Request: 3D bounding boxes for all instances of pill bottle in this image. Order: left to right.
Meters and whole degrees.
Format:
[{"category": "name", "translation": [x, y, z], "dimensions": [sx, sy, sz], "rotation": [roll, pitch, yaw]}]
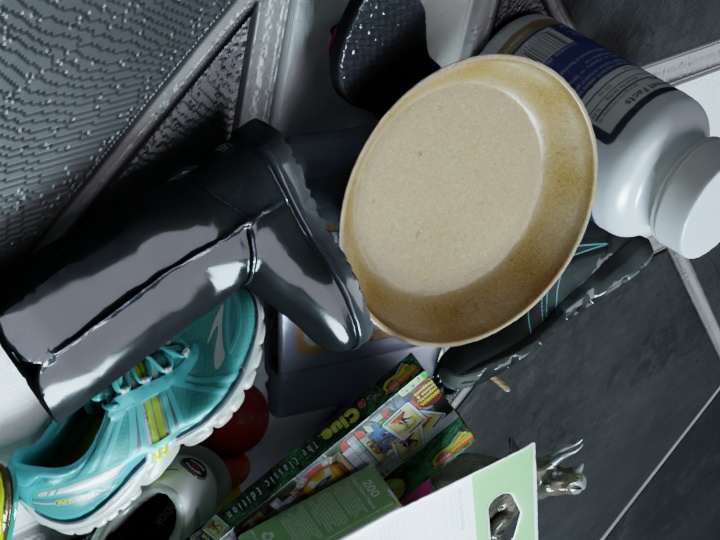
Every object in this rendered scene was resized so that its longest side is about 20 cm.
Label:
[{"category": "pill bottle", "translation": [0.177, -0.094, 1.091], "dimensions": [0.111, 0.200, 0.111], "rotation": [-33, 144, -29]}]

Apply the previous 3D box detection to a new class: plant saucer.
[{"category": "plant saucer", "translation": [0.065, -0.048, 0.997], "dimensions": [0.200, 0.035, 0.201], "rotation": [-14, 118, -27]}]

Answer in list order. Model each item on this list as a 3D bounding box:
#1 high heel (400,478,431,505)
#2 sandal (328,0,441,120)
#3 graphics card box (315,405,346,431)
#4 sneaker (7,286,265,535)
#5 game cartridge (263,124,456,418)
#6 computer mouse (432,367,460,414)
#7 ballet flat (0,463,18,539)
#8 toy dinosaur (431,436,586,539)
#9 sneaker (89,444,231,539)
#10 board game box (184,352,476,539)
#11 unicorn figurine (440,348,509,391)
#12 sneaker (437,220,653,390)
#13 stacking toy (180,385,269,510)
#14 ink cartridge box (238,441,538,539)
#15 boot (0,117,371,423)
[{"category": "high heel", "translation": [-0.001, 0.189, 1.096], "dimensions": [0.096, 0.067, 0.200], "rotation": [-42, 145, -38]}, {"category": "sandal", "translation": [0.011, -0.137, 0.989], "dimensions": [0.075, 0.045, 0.200], "rotation": [-47, 163, 0]}, {"category": "graphics card box", "translation": [-0.031, 0.186, 1.177], "dimensions": [0.200, 0.051, 0.126], "rotation": [-46, 153, -49]}, {"category": "sneaker", "translation": [-0.138, 0.081, 0.969], "dimensions": [0.200, 0.077, 0.080], "rotation": [-48, 136, -13]}, {"category": "game cartridge", "translation": [0.000, 0.000, 1.032], "dimensions": [0.133, 0.042, 0.200], "rotation": [-9, 118, -18]}, {"category": "computer mouse", "translation": [0.061, 0.160, 1.273], "dimensions": [0.200, 0.046, 0.140], "rotation": [-69, 165, 4]}, {"category": "ballet flat", "translation": [-0.255, 0.200, 0.949], "dimensions": [0.067, 0.067, 0.200], "rotation": [-4, 123, -26]}, {"category": "toy dinosaur", "translation": [0.085, 0.186, 1.244], "dimensions": [0.200, 0.077, 0.103], "rotation": [-1, 102, -31]}, {"category": "sneaker", "translation": [-0.164, 0.208, 1.017], "dimensions": [0.200, 0.074, 0.089], "rotation": [-62, 170, 10]}, {"category": "board game box", "translation": [-0.020, 0.147, 1.018], "dimensions": [0.200, 0.023, 0.105], "rotation": [-40, 142, -2]}, {"category": "unicorn figurine", "translation": [0.029, 0.006, 1.116], "dimensions": [0.200, 0.074, 0.138], "rotation": [5, 116, -26]}, {"category": "sneaker", "translation": [0.122, 0.014, 1.117], "dimensions": [0.200, 0.079, 0.075], "rotation": [-35, 178, -27]}, {"category": "stacking toy", "translation": [-0.117, 0.169, 1.080], "dimensions": [0.085, 0.085, 0.200], "rotation": [1, 116, -53]}, {"category": "ink cartridge box", "translation": [0.024, 0.189, 1.035], "dimensions": [0.200, 0.048, 0.146], "rotation": [-26, 139, -17]}, {"category": "boot", "translation": [-0.106, 0.028, 0.912], "dimensions": [0.200, 0.066, 0.165], "rotation": [-37, 113, -22]}]
